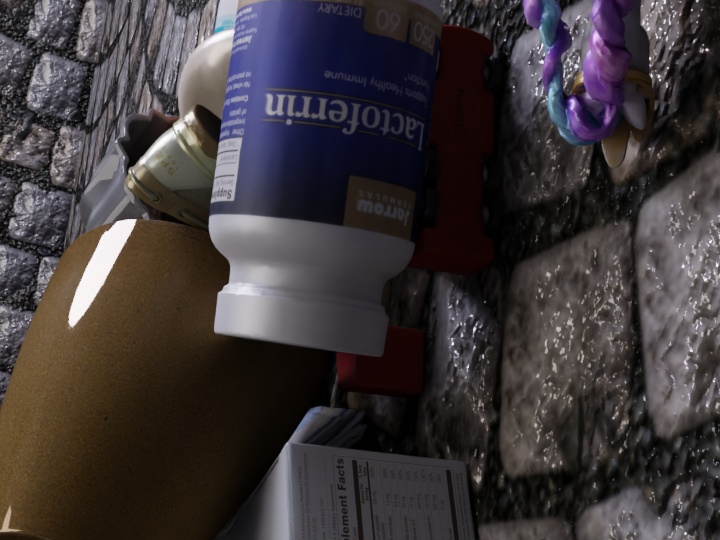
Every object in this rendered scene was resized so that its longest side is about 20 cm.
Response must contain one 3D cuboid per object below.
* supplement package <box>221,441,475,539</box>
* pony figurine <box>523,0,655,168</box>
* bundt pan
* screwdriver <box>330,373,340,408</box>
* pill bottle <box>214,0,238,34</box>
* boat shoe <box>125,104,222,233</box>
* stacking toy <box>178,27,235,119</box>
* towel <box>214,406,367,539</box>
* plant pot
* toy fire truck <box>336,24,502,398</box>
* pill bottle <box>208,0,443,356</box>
[{"bbox_3d":[-0.021,0.217,0.715,0.200,0.110,0.156,122,150,-49],"label":"supplement package"},{"bbox_3d":[0.108,-0.153,0.507,0.193,0.166,0.201,21,-107,-77],"label":"pony figurine"},{"bbox_3d":[-0.115,-0.012,0.881,0.076,0.202,0.202,-41,36,21],"label":"bundt pan"},{"bbox_3d":[0.000,0.000,0.863,0.028,0.029,0.201,-141,68,-68],"label":"screwdriver"},{"bbox_3d":[-0.075,-0.120,1.016,0.111,0.110,0.201,-175,94,-70],"label":"pill bottle"},{"bbox_3d":[-0.072,-0.029,0.798,0.063,0.201,0.073,-37,58,6],"label":"boat shoe"},{"bbox_3d":[-0.028,-0.150,0.903,0.200,0.146,0.146,-59,0,-44],"label":"stacking toy"},{"bbox_3d":[-0.084,0.150,0.918,0.024,0.147,0.200,56,159,-7],"label":"towel"},{"bbox_3d":[-0.136,0.104,0.731,0.200,0.186,0.187,-68,5,-46],"label":"plant pot"},{"bbox_3d":[0.034,-0.033,0.766,0.141,0.049,0.201,142,134,-62],"label":"toy fire truck"},{"bbox_3d":[-0.022,-0.057,0.686,0.116,0.115,0.201,178,99,-70],"label":"pill bottle"}]
